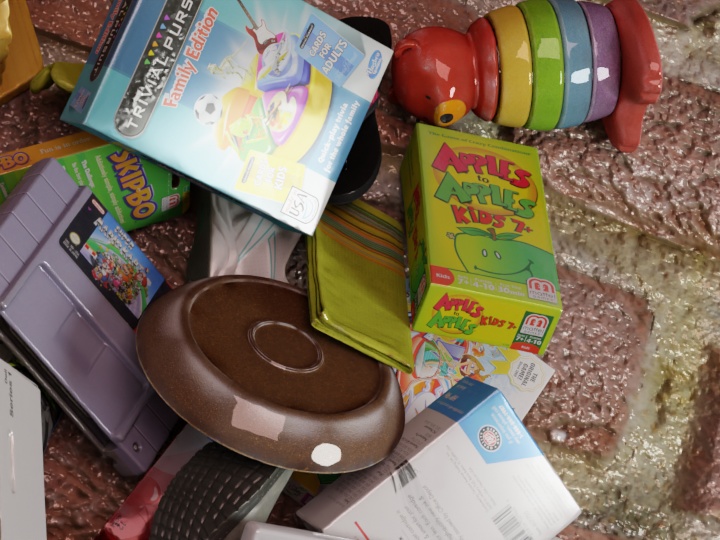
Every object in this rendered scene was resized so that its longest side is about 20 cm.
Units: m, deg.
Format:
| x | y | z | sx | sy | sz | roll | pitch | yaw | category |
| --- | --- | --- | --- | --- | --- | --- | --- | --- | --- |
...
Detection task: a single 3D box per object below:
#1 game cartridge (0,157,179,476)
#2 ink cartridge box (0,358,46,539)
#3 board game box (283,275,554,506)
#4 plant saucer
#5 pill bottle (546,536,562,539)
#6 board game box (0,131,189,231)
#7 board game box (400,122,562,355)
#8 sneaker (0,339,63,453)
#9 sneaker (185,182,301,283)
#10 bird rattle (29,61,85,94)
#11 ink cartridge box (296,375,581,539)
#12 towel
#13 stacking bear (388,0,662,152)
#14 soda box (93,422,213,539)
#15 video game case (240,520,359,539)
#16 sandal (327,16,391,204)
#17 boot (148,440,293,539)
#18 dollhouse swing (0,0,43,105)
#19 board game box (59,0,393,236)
| x | y | z | sx | sy | sz | roll | pitch | yaw | category |
| --- | --- | --- | --- | --- | --- | --- | --- | --- | --- |
| -0.189 | 0.031 | 1.504 | 0.200 | 0.038 | 0.130 | 52 | 50 | -24 | game cartridge |
| -0.312 | 0.148 | 1.406 | 0.200 | 0.084 | 0.145 | -12 | 68 | 13 | ink cartridge box |
| 0.038 | 0.113 | 1.596 | 0.134 | 0.034 | 0.200 | 36 | 63 | 1 | board game box |
| -0.056 | 0.062 | 1.484 | 0.200 | 0.032 | 0.200 | 19 | 30 | -12 | plant saucer |
| 0.182 | 0.286 | 1.517 | 0.200 | 0.116 | 0.116 | 34 | 63 | 1 | pill bottle |
| -0.218 | -0.055 | 1.561 | 0.200 | 0.096 | 0.030 | -15 | 50 | -20 | board game box |
| 0.089 | -0.027 | 1.616 | 0.102 | 0.048 | 0.200 | 11 | 38 | -11 | board game box |
| -0.239 | 0.085 | 1.502 | 0.071 | 0.083 | 0.200 | 14 | 63 | -5 | sneaker |
| -0.086 | -0.053 | 1.621 | 0.080 | 0.070 | 0.200 | 8 | 72 | -20 | sneaker |
| -0.146 | -0.186 | 1.612 | 0.113 | 0.163 | 0.200 | 37 | 71 | -18 | bird rattle |
| 0.039 | 0.181 | 1.494 | 0.200 | 0.068 | 0.116 | -37 | 106 | -11 | ink cartridge box |
| 0.000 | 0.000 | 1.576 | 0.086 | 0.018 | 0.200 | 26 | 27 | -17 | towel |
| 0.123 | -0.159 | 1.700 | 0.200 | 0.121 | 0.114 | -4 | 62 | -9 | stacking bear |
| -0.106 | 0.137 | 1.525 | 0.063 | 0.070 | 0.200 | 38 | 63 | -1 | soda box |
| -0.021 | 0.277 | 1.436 | 0.182 | 0.024 | 0.200 | 13 | 98 | -26 | video game case |
| -0.017 | -0.134 | 1.655 | 0.075 | 0.045 | 0.200 | 2 | 52 | 8 | sandal |
| -0.095 | 0.211 | 1.451 | 0.068 | 0.131 | 0.200 | 15 | 57 | 37 | boot |
| -0.216 | -0.235 | 1.582 | 0.176 | 0.200 | 0.182 | -12 | 71 | -21 | dollhouse swing |
| -0.092 | -0.133 | 1.529 | 0.200 | 0.047 | 0.151 | 26 | 85 | -30 | board game box |
